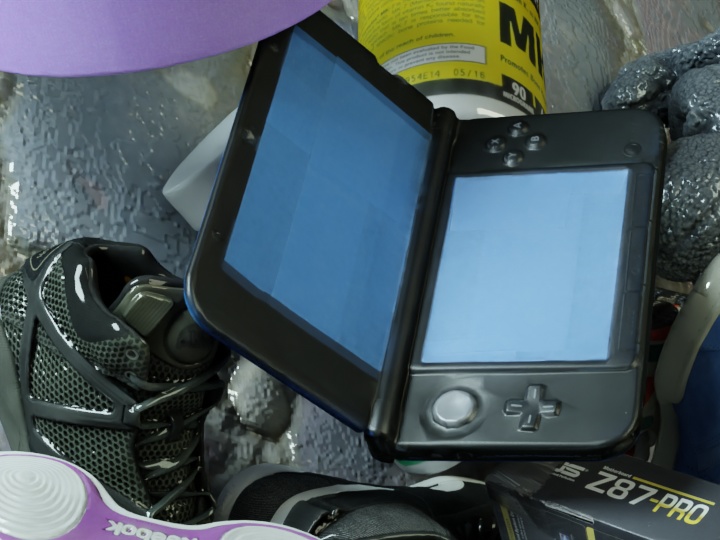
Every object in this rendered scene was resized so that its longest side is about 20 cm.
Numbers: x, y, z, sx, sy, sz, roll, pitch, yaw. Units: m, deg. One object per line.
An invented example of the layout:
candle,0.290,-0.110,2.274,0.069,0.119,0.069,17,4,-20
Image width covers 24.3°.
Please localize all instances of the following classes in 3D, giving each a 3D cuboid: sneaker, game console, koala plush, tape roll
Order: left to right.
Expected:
sneaker,-0.100,0.135,0.655,0.200,0.100,0.075,16,29,10
tape roll,-0.105,-0.162,0.790,0.200,0.200,0.066,-55,143,-50
sneaker,-0.090,0.075,0.711,0.076,0.114,0.200,-10,74,-48
sneaker,0.037,0.143,0.791,0.200,0.112,0.073,11,94,-36
game console,0.038,-0.027,0.740,0.118,0.171,0.200,67,28,-47
sneaker,0.145,0.056,0.918,0.200,0.070,0.093,-9,112,-73
koala plush,0.244,-0.065,1.142,0.177,0.184,0.200,51,50,-7
sneaker,0.204,0.088,0.832,0.111,0.200,0.077,24,38,26

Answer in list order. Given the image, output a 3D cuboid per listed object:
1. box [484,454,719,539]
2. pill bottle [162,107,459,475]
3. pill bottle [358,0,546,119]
box,0.149,0.180,0.761,0.049,0.161,0.200,-40,127,-34
pill bottle,0.000,0.000,0.859,0.200,0.113,0.113,47,39,-14
pill bottle,0.054,-0.132,1.010,0.114,0.114,0.200,28,47,-33
